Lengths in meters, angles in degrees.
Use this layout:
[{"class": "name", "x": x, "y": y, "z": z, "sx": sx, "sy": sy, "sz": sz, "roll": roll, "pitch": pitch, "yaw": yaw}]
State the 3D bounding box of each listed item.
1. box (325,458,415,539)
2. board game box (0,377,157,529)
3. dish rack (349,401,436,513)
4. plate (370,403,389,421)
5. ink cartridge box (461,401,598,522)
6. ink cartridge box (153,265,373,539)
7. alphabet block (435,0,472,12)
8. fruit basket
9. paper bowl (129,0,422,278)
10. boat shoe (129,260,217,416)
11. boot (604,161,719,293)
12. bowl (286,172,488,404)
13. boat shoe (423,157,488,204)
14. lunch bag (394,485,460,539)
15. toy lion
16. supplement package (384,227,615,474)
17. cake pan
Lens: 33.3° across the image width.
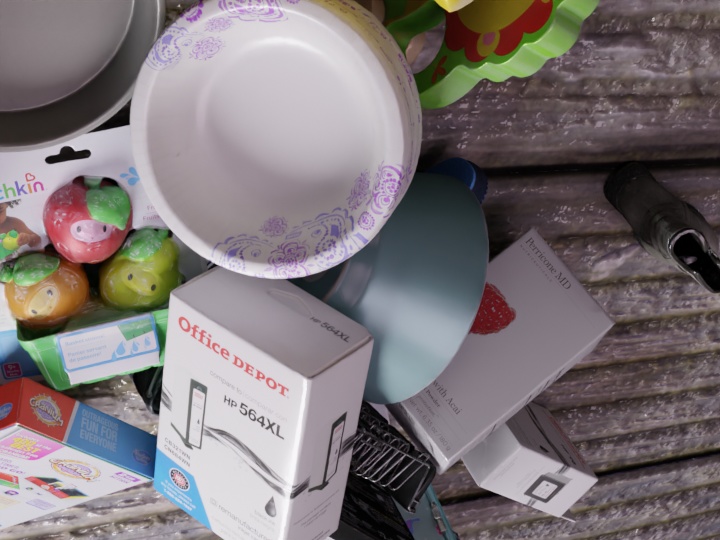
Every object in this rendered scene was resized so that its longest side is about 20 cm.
[{"class": "box", "x": -0.043, "y": 0.221, "z": 1.135, "sx": 0.086, "sy": 0.164, "sz": 0.200, "roll": -40, "pitch": 138, "yaw": 8}, {"class": "board game box", "x": -0.294, "y": 0.159, "z": 1.007, "sx": 0.199, "sy": 0.041, "sz": 0.153, "roll": -21, "pitch": 144, "yaw": 28}, {"class": "dish rack", "x": -0.017, "y": 0.131, "z": 1.060, "sx": 0.055, "sy": 0.153, "sz": 0.200, "roll": -50, "pitch": 150, "yaw": -1}, {"class": "plate", "x": -0.072, "y": 0.131, "z": 1.180, "sx": 0.199, "sy": 0.032, "sz": 0.201, "roll": -21, "pitch": 135, "yaw": -12}, {"class": "ink cartridge box", "x": 0.182, "y": 0.198, "z": 1.329, "sx": 0.067, "sy": 0.116, "sz": 0.199, "roll": -47, "pitch": 136, "yaw": 15}, {"class": "ink cartridge box", "x": -0.081, "y": 0.113, "z": 0.947, "sx": 0.084, "sy": 0.145, "sz": 0.201, "roll": -30, "pitch": 139, "yaw": -45}, {"class": "alphabet block", "x": 0.059, "y": -0.308, "z": 0.711, "sx": 0.199, "sy": 0.196, "sz": 0.197, "roll": -36, "pitch": 121, "yaw": 3}, {"class": "fruit basket", "x": -0.210, "y": -0.008, "z": 0.926, "sx": 0.184, "sy": 0.094, "sz": 0.201, "roll": -12, "pitch": 126, "yaw": -12}, {"class": "paper bowl", "x": -0.055, "y": -0.104, "z": 0.857, "sx": 0.199, "sy": 0.104, "sz": 0.202, "roll": 4, "pitch": 109, "yaw": 12}, {"class": "boat shoe", "x": -0.129, "y": 0.043, "z": 1.038, "sx": 0.199, "sy": 0.068, "sz": 0.073, "roll": -45, "pitch": 136, "yaw": 13}, {"class": "boot", "x": 0.326, "y": -0.019, "z": 1.202, "sx": 0.068, "sy": 0.131, "sz": 0.199, "roll": -45, "pitch": 136, "yaw": 15}, {"class": "bowl", "x": 0.000, "y": 0.000, "z": 0.986, "sx": 0.104, "sy": 0.201, "sz": 0.201, "roll": 20, "pitch": 117, "yaw": -34}, {"class": "boat shoe", "x": 0.050, "y": -0.017, "z": 1.081, "sx": 0.068, "sy": 0.084, "sz": 0.200, "roll": 21, "pitch": 123, "yaw": -36}, {"class": "lunch bag", "x": 0.057, "y": 0.324, "z": 1.344, "sx": 0.076, "sy": 0.161, "sz": 0.201, "roll": -10, "pitch": 139, "yaw": -15}, {"class": "toy lion", "x": 0.084, "y": -0.197, "z": 0.850, "sx": 0.068, "sy": 0.192, "sz": 0.200, "roll": 17, "pitch": 119, "yaw": -40}, {"class": "supplement package", "x": 0.117, "y": 0.077, "z": 1.125, "sx": 0.200, "sy": 0.121, "sz": 0.120, "roll": -38, "pitch": 168, "yaw": -10}, {"class": "cake pan", "x": -0.230, "y": -0.172, "z": 0.803, "sx": 0.199, "sy": 0.037, "sz": 0.201, "roll": -17, "pitch": 135, "yaw": -17}]
